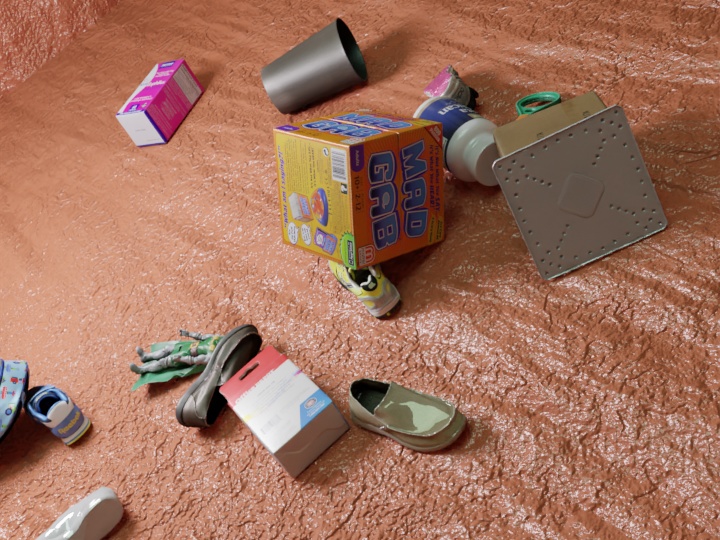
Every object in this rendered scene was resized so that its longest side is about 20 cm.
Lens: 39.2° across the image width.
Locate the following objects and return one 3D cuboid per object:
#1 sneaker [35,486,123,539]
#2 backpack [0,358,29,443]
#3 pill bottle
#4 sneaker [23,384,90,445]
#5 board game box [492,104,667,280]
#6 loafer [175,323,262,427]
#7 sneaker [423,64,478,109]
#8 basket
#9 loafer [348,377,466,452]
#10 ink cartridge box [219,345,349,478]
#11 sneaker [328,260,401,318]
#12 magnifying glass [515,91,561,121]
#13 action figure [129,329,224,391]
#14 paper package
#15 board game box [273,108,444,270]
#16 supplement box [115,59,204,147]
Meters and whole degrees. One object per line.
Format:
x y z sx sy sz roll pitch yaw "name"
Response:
-0.457 0.412 1.559 0.200 0.076 0.088 -37 24 -15 "sneaker"
-0.680 0.240 1.797 0.200 0.134 0.183 -45 31 26 "backpack"
0.180 -0.221 1.751 0.111 0.111 0.200 -38 39 -7 "pill bottle"
-0.554 0.238 1.798 0.199 0.082 0.074 15 59 47 "sneaker"
0.318 -0.112 1.468 0.199 0.201 0.026 -24 18 10 "board game box"
-0.214 0.178 1.639 0.071 0.073 0.201 19 65 34 "loafer"
0.177 -0.332 1.916 0.074 0.087 0.200 -45 13 12 "sneaker"
-0.103 -0.429 2.174 0.199 0.136 0.181 -26 34 15 "basket"
0.055 0.198 1.413 0.199 0.068 0.076 5 51 39 "loafer"
-0.119 0.208 1.529 0.116 0.067 0.200 -40 38 -11 "ink cartridge box"
0.000 0.000 1.666 0.075 0.077 0.200 -40 37 -7 "sneaker"
0.292 -0.270 1.745 0.079 0.023 0.200 0 29 29 "magnifying glass"
-0.301 0.143 1.748 0.198 0.055 0.119 -13 38 18 "action figure"
0.316 -0.175 1.569 0.189 0.104 0.200 -20 25 8 "paper package"
-0.001 -0.142 1.662 0.199 0.202 0.199 -19 26 -37 "board game box"
-0.481 -0.405 2.440 0.101 0.104 0.201 -2 45 35 "supplement box"
